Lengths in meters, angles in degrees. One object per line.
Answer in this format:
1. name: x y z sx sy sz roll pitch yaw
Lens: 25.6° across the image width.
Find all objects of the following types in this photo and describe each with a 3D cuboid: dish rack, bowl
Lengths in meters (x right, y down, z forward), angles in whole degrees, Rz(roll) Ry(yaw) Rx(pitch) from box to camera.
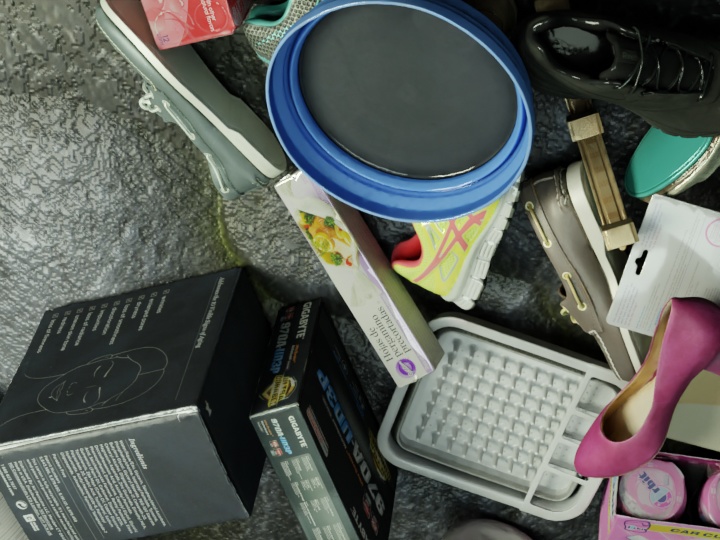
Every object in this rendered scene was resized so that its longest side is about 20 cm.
1. dish rack: 0.127 0.121 1.382 0.198 0.044 0.173 19 123 -3
2. bowl: 0.030 -0.122 1.157 0.199 0.040 0.202 10 135 10

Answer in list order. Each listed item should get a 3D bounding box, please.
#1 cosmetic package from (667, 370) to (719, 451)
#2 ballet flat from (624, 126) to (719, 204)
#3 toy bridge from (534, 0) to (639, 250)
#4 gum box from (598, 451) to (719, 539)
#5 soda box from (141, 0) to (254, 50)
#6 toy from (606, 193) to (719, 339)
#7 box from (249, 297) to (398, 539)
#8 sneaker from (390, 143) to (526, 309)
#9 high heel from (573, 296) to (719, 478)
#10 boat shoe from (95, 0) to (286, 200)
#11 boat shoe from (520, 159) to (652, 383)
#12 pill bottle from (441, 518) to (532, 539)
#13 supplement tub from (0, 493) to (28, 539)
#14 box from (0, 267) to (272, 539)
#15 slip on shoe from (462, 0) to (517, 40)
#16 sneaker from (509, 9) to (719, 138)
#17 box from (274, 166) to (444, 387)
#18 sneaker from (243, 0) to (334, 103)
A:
1. cosmetic package: 0.347 0.102 1.319 0.198 0.071 0.106 13 122 0
2. ballet flat: 0.279 -0.119 1.200 0.062 0.068 0.200 14 129 -30
3. toy bridge: 0.172 -0.111 1.209 0.027 0.067 0.202 -17 97 8
4. gum box: 0.312 0.215 1.370 0.198 0.067 0.114 8 153 3
5. soda box: -0.145 -0.270 1.170 0.069 0.064 0.201 -10 119 15
6. toy: 0.305 0.011 1.248 0.198 0.047 0.116 17 114 0
7. box: -0.027 0.149 1.355 0.046 0.159 0.201 -15 118 16
8. sneaker: 0.076 -0.058 1.258 0.090 0.078 0.201 17 123 -2
9. high heel: 0.215 0.093 1.242 0.095 0.068 0.200 25 133 -28
10. boat shoe: -0.144 -0.133 1.251 0.062 0.073 0.200 -35 116 22
11. boat shoe: 0.187 0.007 1.288 0.059 0.072 0.201 -14 115 24
12. pill bottle: 0.096 0.338 1.478 0.116 0.117 0.201 20 122 -4
13. supplement tub: -0.366 0.224 1.463 0.144 0.146 0.201 -21 116 20
14. box: -0.183 0.116 1.335 0.195 0.201 0.125 -14 121 17
15. slip on shoe: 0.041 -0.141 1.222 0.200 0.061 0.076 -37 110 26
16. sneaker: 0.202 -0.140 1.120 0.198 0.091 0.077 9 92 4
17. box: 0.000 0.000 1.303 0.039 0.041 0.201 -27 101 25
18. sneaker: -0.011 -0.210 1.183 0.091 0.078 0.200 43 117 -13
